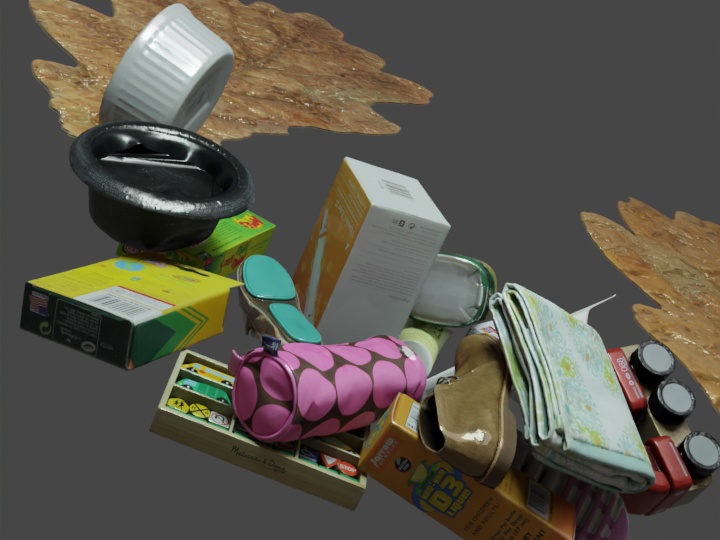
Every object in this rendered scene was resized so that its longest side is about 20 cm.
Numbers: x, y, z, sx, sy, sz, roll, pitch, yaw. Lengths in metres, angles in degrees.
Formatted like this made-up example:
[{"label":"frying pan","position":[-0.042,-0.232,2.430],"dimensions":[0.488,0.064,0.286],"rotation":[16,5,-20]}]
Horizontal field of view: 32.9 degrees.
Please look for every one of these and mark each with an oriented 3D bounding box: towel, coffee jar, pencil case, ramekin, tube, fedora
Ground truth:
[{"label":"towel","position":[0.201,0.113,1.147],"dimensions":[0.200,0.048,0.172],"rotation":[28,41,-48]},{"label":"coffee jar","position":[0.109,0.022,1.471],"dimensions":[0.104,0.086,0.200],"rotation":[9,1,10]},{"label":"pencil case","position":[-0.029,0.103,1.141],"dimensions":[0.093,0.091,0.199],"rotation":[31,18,35]},{"label":"ramekin","position":[-0.259,-0.253,1.666],"dimensions":[0.097,0.201,0.200],"rotation":[33,21,3]},{"label":"tube","position":[0.067,0.081,1.433],"dimensions":[0.058,0.052,0.200],"rotation":[63,12,-5]},{"label":"fedora","position":[-0.217,-0.080,1.304],"dimensions":[0.199,0.092,0.201],"rotation":[16,32,-10]}]

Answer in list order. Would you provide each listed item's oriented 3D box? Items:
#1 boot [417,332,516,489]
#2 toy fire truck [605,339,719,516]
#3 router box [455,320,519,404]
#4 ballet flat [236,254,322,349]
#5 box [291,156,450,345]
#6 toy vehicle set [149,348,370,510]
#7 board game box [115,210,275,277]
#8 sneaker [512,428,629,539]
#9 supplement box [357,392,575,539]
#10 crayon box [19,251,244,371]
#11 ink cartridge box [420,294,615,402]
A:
[{"label":"boot","position":[0.095,0.111,1.116],"dimensions":[0.075,0.074,0.200],"rotation":[23,27,-10]},{"label":"toy fire truck","position":[0.266,0.169,1.303],"dimensions":[0.199,0.129,0.177],"rotation":[-8,60,-23]},{"label":"router box","position":[0.244,0.130,1.505],"dimensions":[0.200,0.049,0.179],"rotation":[36,23,26]},{"label":"ballet flat","position":[-0.095,0.054,1.283],"dimensions":[0.068,0.068,0.200],"rotation":[9,24,-22]},{"label":"box","position":[0.000,0.000,1.329],"dimensions":[0.097,0.201,0.125],"rotation":[15,22,-23]},{"label":"toy vehicle set","position":[-0.088,0.145,1.129],"dimensions":[0.199,0.027,0.124],"rotation":[22,21,-7]},{"label":"board game box","position":[-0.188,-0.036,1.424],"dimensions":[0.101,0.048,0.200],"rotation":[29,22,11]},{"label":"sneaker","position":[0.176,0.208,1.218],"dimensions":[0.199,0.081,0.088],"rotation":[33,-3,6]},{"label":"supplement box","position":[0.097,0.199,1.114],"dimensions":[0.199,0.067,0.069],"rotation":[34,23,1]},{"label":"crayon box","position":[-0.215,0.034,1.185],"dimensions":[0.126,0.051,0.200],"rotation":[18,17,22]},{"label":"ink cartridge box","position":[0.180,0.095,1.335],"dimensions":[0.199,0.161,0.050],"rotation":[-17,82,-48]}]
